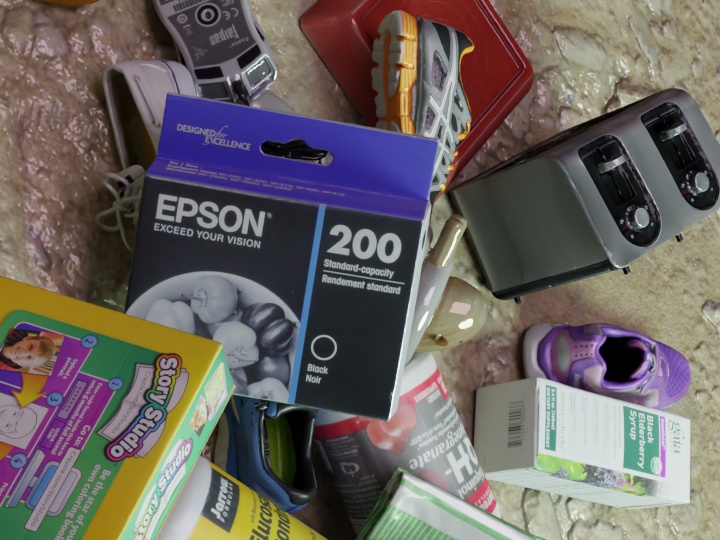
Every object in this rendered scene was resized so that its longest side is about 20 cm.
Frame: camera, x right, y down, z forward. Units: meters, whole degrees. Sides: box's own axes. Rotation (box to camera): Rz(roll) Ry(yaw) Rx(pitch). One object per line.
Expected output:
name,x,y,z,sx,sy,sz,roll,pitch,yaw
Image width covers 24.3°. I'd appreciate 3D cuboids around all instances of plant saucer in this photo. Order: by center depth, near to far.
plant saucer,0.064,-0.192,1.460,0.200,0.037,0.200,54,50,-17

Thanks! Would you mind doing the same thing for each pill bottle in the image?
pill bottle,-0.110,0.194,1.147,0.200,0.112,0.112,36,57,-20
pill bottle,0.042,0.170,1.294,0.111,0.111,0.200,-31,100,-42

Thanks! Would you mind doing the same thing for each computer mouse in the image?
computer mouse,-0.099,-0.159,1.275,0.110,0.044,0.200,-21,74,-2

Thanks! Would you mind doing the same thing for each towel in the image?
towel,0.041,0.262,1.239,0.153,0.023,0.200,28,94,-15

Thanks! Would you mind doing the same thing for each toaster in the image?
toaster,0.198,-0.062,1.452,0.181,0.200,0.119,-27,95,-34

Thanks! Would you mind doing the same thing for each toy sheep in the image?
toy sheep,0.000,0.000,1.239,0.200,0.138,0.138,25,57,4

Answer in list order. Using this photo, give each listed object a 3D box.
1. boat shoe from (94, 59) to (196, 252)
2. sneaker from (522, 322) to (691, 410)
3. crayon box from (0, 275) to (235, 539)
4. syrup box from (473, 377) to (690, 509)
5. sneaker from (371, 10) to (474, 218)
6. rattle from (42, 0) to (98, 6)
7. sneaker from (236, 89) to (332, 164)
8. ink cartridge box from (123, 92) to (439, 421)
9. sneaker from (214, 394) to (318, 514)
boat shoe,-0.153,-0.059,1.208,0.086,0.075,0.202,-2,78,-42
sneaker,0.241,0.088,1.508,0.200,0.088,0.081,12,70,-40
crayon box,-0.200,0.115,1.060,0.058,0.172,0.200,84,27,-54
syrup box,0.196,0.153,1.455,0.200,0.081,0.079,17,69,-36
sneaker,0.053,-0.111,1.372,0.077,0.078,0.200,1,95,-24
rattle,-0.264,-0.289,1.178,0.200,0.130,0.143,50,34,15
sneaker,-0.020,-0.072,1.316,0.200,0.092,0.076,50,52,-20
ink cartridge box,-0.057,-0.009,1.155,0.198,0.043,0.200,9,97,2
sneaker,-0.069,0.085,1.234,0.079,0.089,0.200,-9,83,-43
